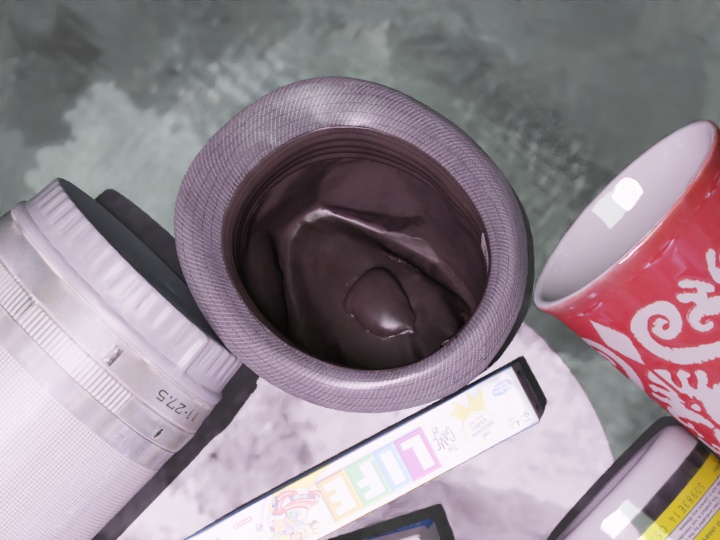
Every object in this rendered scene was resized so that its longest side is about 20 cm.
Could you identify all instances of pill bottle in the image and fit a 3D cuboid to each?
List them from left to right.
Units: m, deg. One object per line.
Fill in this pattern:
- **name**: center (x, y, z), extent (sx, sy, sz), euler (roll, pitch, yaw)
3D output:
- **pill bottle**: center (0.204, 0.189, 1.557), extent (0.200, 0.112, 0.112), euler (43, 93, 4)

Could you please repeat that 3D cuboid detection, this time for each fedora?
- **fedora**: center (0.000, 0.000, 1.575), extent (0.200, 0.090, 0.177), euler (38, 75, 21)

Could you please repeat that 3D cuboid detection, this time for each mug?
- **mug**: center (0.223, 0.020, 1.540), extent (0.200, 0.133, 0.178), euler (44, 80, -11)

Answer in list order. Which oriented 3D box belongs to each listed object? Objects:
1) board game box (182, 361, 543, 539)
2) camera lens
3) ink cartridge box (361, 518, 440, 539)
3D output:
- **board game box**: center (0.004, 0.111, 1.564), extent (0.200, 0.134, 0.034), euler (-28, 88, 4)
- **camera lens**: center (-0.182, 0.070, 1.566), extent (0.160, 0.160, 0.200), euler (44, 93, 4)
- **ink cartridge box**: center (-0.048, 0.200, 1.577), extent (0.199, 0.115, 0.068), euler (-18, 88, 5)
